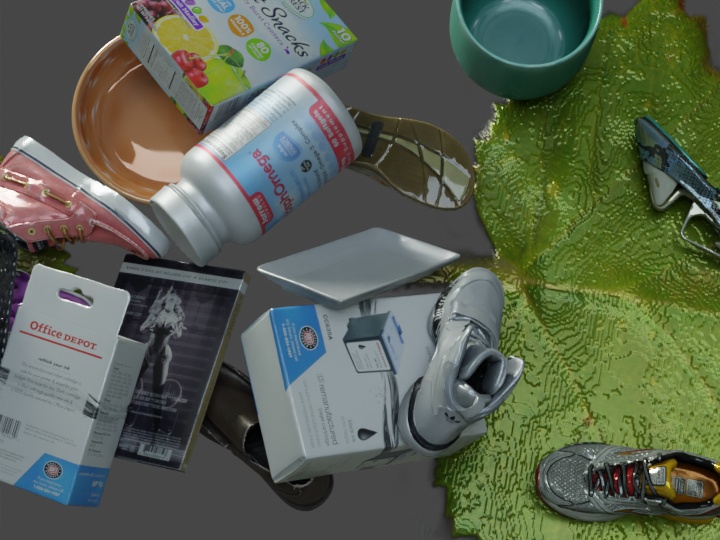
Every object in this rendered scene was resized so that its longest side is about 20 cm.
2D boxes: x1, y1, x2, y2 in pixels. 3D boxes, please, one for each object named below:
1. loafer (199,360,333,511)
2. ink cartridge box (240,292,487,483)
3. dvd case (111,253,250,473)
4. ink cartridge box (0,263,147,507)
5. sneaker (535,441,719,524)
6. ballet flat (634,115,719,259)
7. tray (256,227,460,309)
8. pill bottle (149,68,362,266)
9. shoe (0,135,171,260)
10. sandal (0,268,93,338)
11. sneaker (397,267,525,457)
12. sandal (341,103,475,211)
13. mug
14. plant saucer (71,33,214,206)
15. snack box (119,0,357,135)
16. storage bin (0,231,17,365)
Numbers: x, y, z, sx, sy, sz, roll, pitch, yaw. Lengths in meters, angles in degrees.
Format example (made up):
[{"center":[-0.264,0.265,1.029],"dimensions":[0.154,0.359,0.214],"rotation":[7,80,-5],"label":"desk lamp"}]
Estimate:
[{"center":[-0.103,0.145,1.569],"dimensions":[0.199,0.071,0.073],"rotation":[38,75,9],"label":"loafer"},{"center":[0.003,0.107,1.541],"dimensions":[0.198,0.086,0.148],"rotation":[-6,71,-28],"label":"ink cartridge box"},{"center":[-0.198,0.086,1.580],"dimensions":[0.147,0.016,0.202],"rotation":[7,71,30],"label":"dvd case"},{"center":[-0.277,0.108,1.539],"dimensions":[0.115,0.068,0.202],"rotation":[16,86,21],"label":"ink cartridge box"},{"center":[0.265,0.196,1.562],"dimensions":[0.197,0.082,0.079],"rotation":[1,72,-1],"label":"sneaker"},{"center":[0.336,-0.071,1.660],"dimensions":[0.074,0.074,0.200],"rotation":[-41,75,-14],"label":"ballet flat"},{"center":[0.000,0.000,1.569],"dimensions":[0.107,0.199,0.022],"rotation":[20,114,32],"label":"tray"},{"center":[-0.103,-0.097,1.593],"dimensions":[0.200,0.109,0.109],"rotation":[-40,78,-13],"label":"pill bottle"},{"center":[-0.287,-0.046,1.623],"dimensions":[0.199,0.072,0.091],"rotation":[33,76,16],"label":"shoe"},{"center":[-0.356,0.028,1.606],"dimensions":[0.200,0.050,0.083],"rotation":[7,72,0],"label":"sandal"},{"center":[0.107,0.070,1.491],"dimensions":[0.075,0.115,0.201],"rotation":[33,57,-13],"label":"sneaker"},{"center":[0.029,-0.116,1.670],"dimensions":[0.198,0.054,0.081],"rotation":[20,76,20],"label":"sandal"},{"center":[0.177,-0.265,1.687],"dimensions":[0.152,0.115,0.185],"rotation":[41,75,11],"label":"mug"},{"center":[-0.195,-0.156,1.679],"dimensions":[0.197,0.038,0.203],"rotation":[1,72,-2],"label":"plant saucer"},{"center":[-0.122,-0.236,1.659],"dimensions":[0.199,0.053,0.143],"rotation":[-29,72,-35],"label":"snack box"},{"center":[-0.412,0.052,1.541],"dimensions":[0.133,0.094,0.203],"rotation":[4,84,16],"label":"storage bin"}]
